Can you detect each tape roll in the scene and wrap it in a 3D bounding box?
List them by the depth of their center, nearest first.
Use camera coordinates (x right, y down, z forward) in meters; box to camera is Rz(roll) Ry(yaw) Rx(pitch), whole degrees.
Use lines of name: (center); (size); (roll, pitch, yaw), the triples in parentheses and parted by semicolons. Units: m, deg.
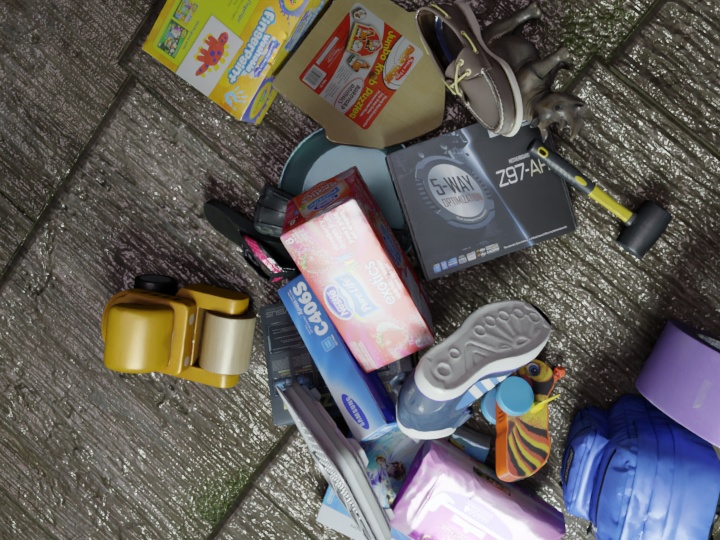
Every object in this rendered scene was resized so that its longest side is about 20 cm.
tape roll: (0.414, 0.138, 0.767); (0.198, 0.200, 0.086); (26, 102, 7)

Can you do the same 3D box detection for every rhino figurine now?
rhino figurine: (0.200, -0.223, 0.803); (0.087, 0.060, 0.202); (-31, 60, 18)

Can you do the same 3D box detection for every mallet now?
mallet: (0.273, -0.083, 0.825); (0.198, 0.041, 0.067); (26, 101, -10)

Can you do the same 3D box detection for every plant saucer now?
plant saucer: (-0.011, -0.090, 0.912); (0.197, 0.036, 0.203); (2, 98, 12)

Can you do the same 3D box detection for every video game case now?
video game case: (0.056, 0.283, 0.942); (0.179, 0.045, 0.203); (22, 101, 7)

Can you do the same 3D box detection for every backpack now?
backpack: (0.319, 0.249, 0.802); (0.165, 0.200, 0.165); (7, 100, 11)

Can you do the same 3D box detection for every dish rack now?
dish rack: (-0.023, 0.229, 0.827); (0.043, 0.172, 0.202); (-32, 131, -13)

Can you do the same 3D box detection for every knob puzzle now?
knob puzzle: (0.019, -0.239, 0.876); (0.216, 0.030, 0.224); (0, 84, -2)

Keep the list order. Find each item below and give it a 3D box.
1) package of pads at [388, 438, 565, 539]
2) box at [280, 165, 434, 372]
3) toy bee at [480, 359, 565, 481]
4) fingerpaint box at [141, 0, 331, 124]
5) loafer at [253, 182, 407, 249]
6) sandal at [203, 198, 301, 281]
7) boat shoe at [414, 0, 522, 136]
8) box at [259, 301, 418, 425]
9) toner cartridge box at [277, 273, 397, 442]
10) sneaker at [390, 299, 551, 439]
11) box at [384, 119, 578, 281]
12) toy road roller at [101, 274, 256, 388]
package of pads: (0.141, 0.308, 0.868); (0.198, 0.076, 0.122); (30, 102, 3)
box: (0.000, 0.000, 0.790); (0.094, 0.100, 0.201); (-25, 115, 13)
toy bee: (0.209, 0.152, 0.862); (0.107, 0.131, 0.204); (0, 87, -12)
fingerpaint box: (-0.154, -0.320, 0.892); (0.166, 0.073, 0.201); (35, 103, 7)
loafer: (-0.036, -0.065, 0.867); (0.197, 0.068, 0.072); (11, 94, 8)
sandal: (-0.137, -0.023, 0.927); (0.198, 0.045, 0.076); (31, 147, 12)
boat shoe: (0.122, -0.235, 0.807); (0.059, 0.072, 0.202); (-7, 62, -26)
box: (-0.027, 0.108, 0.912); (0.197, 0.051, 0.160); (-13, 75, 14)
toner cartridge box: (-0.023, 0.104, 0.835); (0.043, 0.095, 0.202); (-32, 73, 8)
sneaker: (0.124, 0.124, 0.820); (0.081, 0.198, 0.147); (50, 146, 24)
box: (0.146, -0.095, 0.852); (0.197, 0.044, 0.163); (-18, 94, 0)
toy road roller: (-0.251, 0.087, 0.929); (0.197, 0.146, 0.125); (11, 100, 10)
